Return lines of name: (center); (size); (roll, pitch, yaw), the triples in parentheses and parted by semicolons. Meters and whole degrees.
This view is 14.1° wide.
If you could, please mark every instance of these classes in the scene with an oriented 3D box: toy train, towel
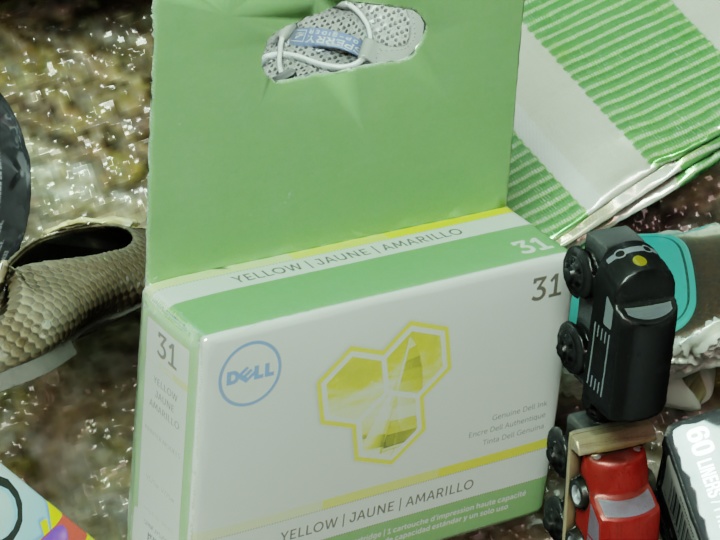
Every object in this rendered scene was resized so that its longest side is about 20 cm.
toy train: (0.083, 0.081, 0.975); (0.034, 0.200, 0.046); (-10, 30, -23)
towel: (0.052, -0.062, 1.076); (0.200, 0.023, 0.153); (-34, 57, -6)

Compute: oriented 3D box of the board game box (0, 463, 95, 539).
board game box: (-0.188, 0.080, 0.920); (0.103, 0.200, 0.105); (13, 69, 35)

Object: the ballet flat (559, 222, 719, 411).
ballet flat: (0.133, 0.018, 1.035); (0.200, 0.072, 0.072); (-15, 71, 19)

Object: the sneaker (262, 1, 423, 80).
sneaker: (-0.019, -0.042, 1.019); (0.075, 0.082, 0.200); (5, 64, 21)

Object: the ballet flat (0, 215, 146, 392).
ballet flat: (-0.109, 0.003, 0.993); (0.067, 0.200, 0.046); (-19, 97, 15)

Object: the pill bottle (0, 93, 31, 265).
pill bottle: (-0.211, -0.035, 0.994); (0.106, 0.200, 0.106); (-3, 83, 31)

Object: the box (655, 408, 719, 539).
box: (0.212, 0.091, 0.991); (0.200, 0.106, 0.122); (-17, 72, -3)

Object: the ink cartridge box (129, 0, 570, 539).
ink cartridge box: (0.000, 0.000, 0.944); (0.145, 0.200, 0.048); (-12, 33, -31)
